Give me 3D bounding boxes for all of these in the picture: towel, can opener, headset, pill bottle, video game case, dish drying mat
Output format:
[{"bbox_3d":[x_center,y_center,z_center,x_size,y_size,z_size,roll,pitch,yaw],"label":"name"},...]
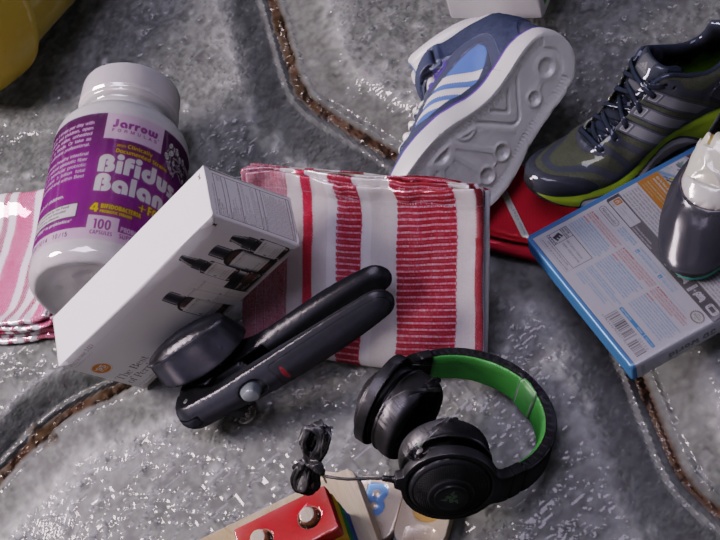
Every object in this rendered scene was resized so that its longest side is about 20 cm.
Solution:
[{"bbox_3d":[-0.322,-0.004,1.499,0.198,0.030,0.147,-6,55,20],"label":"towel"},{"bbox_3d":[-0.059,0.057,1.299,0.199,0.079,0.064,-25,46,22],"label":"can opener"},{"bbox_3d":[0.042,0.104,1.197,0.199,0.094,0.124,-19,49,-27],"label":"headset"},{"bbox_3d":[-0.196,-0.064,1.433,0.111,0.112,0.201,-8,55,18],"label":"pill bottle"},{"bbox_3d":[0.237,-0.020,1.257,0.199,0.018,0.143,-28,49,-9],"label":"video game case"},{"bbox_3d":[0.175,-0.033,1.315,0.199,0.018,0.077,13,62,30],"label":"dish drying mat"},{"bbox_3d":[0.000,0.000,1.308,0.198,0.023,0.145,6,104,26],"label":"towel"}]

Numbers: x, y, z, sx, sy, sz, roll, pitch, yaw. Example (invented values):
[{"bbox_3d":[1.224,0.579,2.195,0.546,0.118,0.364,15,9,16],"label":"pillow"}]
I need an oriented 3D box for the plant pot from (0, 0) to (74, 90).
[{"bbox_3d":[-0.331,-0.280,1.599,0.200,0.202,0.189,28,57,35],"label":"plant pot"}]

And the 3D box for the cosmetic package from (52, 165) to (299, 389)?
[{"bbox_3d":[-0.139,0.010,1.319,0.200,0.082,0.051,-42,44,34],"label":"cosmetic package"}]

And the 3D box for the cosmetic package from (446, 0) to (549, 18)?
[{"bbox_3d":[0.125,-0.306,1.445,0.084,0.108,0.201,4,48,24],"label":"cosmetic package"}]

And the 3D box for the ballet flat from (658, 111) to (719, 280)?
[{"bbox_3d":[0.261,-0.085,1.247,0.073,0.073,0.200,18,58,32],"label":"ballet flat"}]

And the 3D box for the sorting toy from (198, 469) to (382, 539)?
[{"bbox_3d":[-0.071,0.246,1.178,0.198,0.070,0.201,-26,53,6],"label":"sorting toy"}]

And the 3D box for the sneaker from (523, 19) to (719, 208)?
[{"bbox_3d":[0.203,-0.119,1.314,0.199,0.081,0.074,-32,44,-8],"label":"sneaker"}]

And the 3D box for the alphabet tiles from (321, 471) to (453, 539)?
[{"bbox_3d":[-0.009,0.228,1.216,0.198,0.015,0.197,3,59,25],"label":"alphabet tiles"}]

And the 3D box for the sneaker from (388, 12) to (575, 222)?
[{"bbox_3d":[0.067,-0.115,1.381,0.200,0.081,0.146,-50,28,-8],"label":"sneaker"}]
